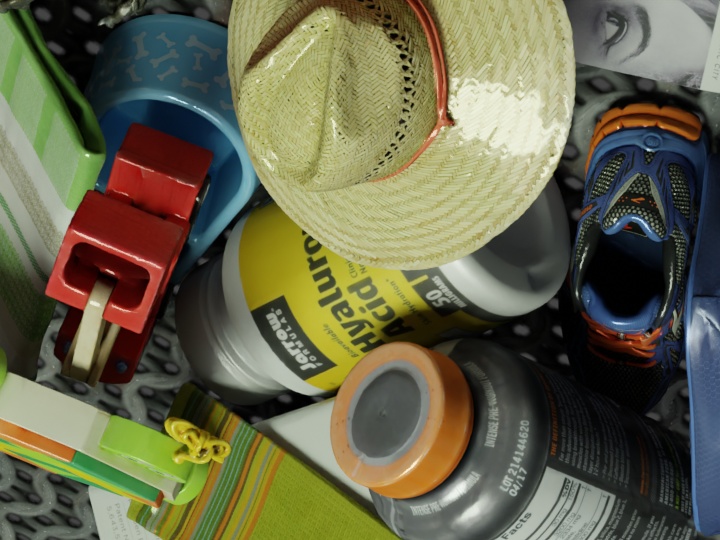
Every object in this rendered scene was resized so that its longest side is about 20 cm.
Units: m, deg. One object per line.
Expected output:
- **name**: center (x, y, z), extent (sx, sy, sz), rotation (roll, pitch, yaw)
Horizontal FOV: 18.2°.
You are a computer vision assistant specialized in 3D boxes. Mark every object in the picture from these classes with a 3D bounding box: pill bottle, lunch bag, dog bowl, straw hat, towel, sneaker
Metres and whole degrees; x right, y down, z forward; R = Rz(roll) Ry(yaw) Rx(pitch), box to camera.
- **pill bottle**: center (0.074, 0.097, 1.108), extent (0.106, 0.107, 0.200), rotation (-21, 148, 35)
- **lunch bag**: center (0.230, 0.034, 1.081), extent (0.132, 0.136, 0.200), rotation (3, 136, 14)
- **dog bowl**: center (-0.114, -0.049, 1.180), extent (0.111, 0.050, 0.200), rotation (31, 137, -13)
- **straw hat**: center (-0.008, -0.082, 0.999), extent (0.200, 0.085, 0.202), rotation (12, 112, 32)
- **towel**: center (-0.182, -0.048, 1.162), extent (0.031, 0.149, 0.200), rotation (-14, 149, -33)
- **sneaker**: center (0.131, 0.009, 1.133), extent (0.075, 0.079, 0.200), rotation (8, 137, 13)
- **towel**: center (-0.035, 0.141, 1.136), extent (0.200, 0.018, 0.086), rotation (33, 113, 30)
- **pill bottle**: center (0.000, 0.000, 1.146), extent (0.200, 0.112, 0.111), rotation (-27, 121, 39)

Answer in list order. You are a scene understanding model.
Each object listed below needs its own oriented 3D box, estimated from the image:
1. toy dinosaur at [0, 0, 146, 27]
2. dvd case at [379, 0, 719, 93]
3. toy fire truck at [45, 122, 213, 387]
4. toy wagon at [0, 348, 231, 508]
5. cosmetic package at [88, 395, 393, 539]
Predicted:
- **toy dinosaur**: center (-0.132, -0.159, 1.078), extent (0.199, 0.048, 0.088), rotation (20, 131, -6)
- **dvd case**: center (0.089, -0.157, 1.021), extent (0.199, 0.016, 0.149), rotation (12, 137, 7)
- **toy fire truck**: center (-0.119, 0.007, 1.099), extent (0.049, 0.141, 0.200), rotation (21, 138, -3)
- **toy wagon**: center (-0.145, 0.077, 1.103), extent (0.200, 0.040, 0.155), rotation (12, 166, 46)
- **cosmetic package**: center (-0.009, 0.159, 1.232), extent (0.200, 0.165, 0.166), rotation (-21, 82, 36)
